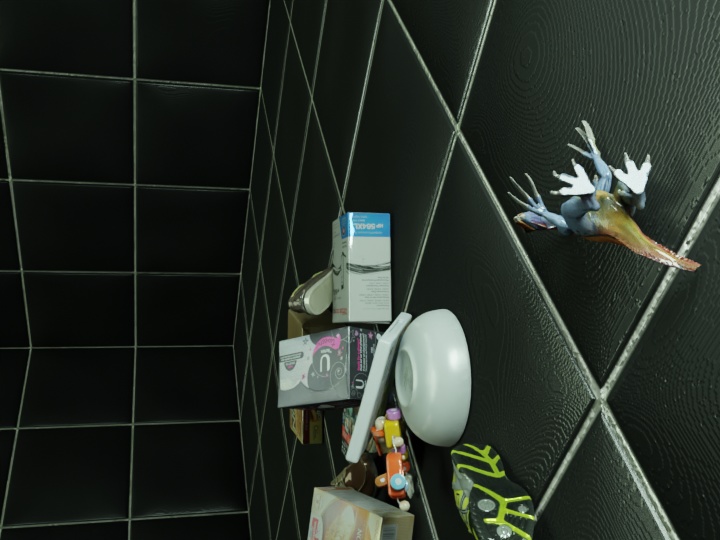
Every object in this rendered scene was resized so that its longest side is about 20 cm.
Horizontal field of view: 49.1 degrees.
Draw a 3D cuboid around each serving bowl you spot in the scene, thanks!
[{"bbox_3d":[0.094,0.156,1.151,0.200,0.066,0.201,180,90,-75],"label":"serving bowl"}]

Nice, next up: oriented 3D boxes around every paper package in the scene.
[{"bbox_3d":[-0.105,0.194,1.832,0.200,0.103,0.191,-152,63,-73],"label":"paper package"}]

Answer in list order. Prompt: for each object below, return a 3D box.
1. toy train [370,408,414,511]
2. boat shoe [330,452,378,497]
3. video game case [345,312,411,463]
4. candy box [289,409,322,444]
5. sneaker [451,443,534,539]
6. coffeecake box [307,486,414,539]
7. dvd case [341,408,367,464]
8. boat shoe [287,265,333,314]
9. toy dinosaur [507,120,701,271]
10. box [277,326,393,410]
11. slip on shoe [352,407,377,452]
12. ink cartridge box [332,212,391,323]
[{"bbox_3d":[0.046,0.294,1.212,0.200,0.055,0.151,69,-164,-72],"label":"toy train"},{"bbox_3d":[-0.018,0.419,1.515,0.076,0.072,0.200,60,148,34],"label":"boat shoe"},{"bbox_3d":[0.031,0.180,1.252,0.182,0.023,0.201,-36,-38,-73],"label":"video game case"},{"bbox_3d":[-0.144,0.373,2.057,0.200,0.055,0.116,-174,85,-75],"label":"candy box"},{"bbox_3d":[0.155,0.284,0.925,0.200,0.075,0.077,-100,8,-70],"label":"sneaker"},{"bbox_3d":[-0.007,0.467,1.340,0.200,0.073,0.154,2,83,54],"label":"coffeecake box"},{"bbox_3d":[-0.010,0.304,1.623,0.146,0.022,0.201,-148,59,-73],"label":"dvd case"},{"bbox_3d":[-0.068,0.032,1.567,0.059,0.200,0.072,-3,110,33],"label":"boat shoe"},{"bbox_3d":[0.201,-0.044,0.732,0.182,0.105,0.200,73,178,-69],"label":"toy dinosaur"},{"bbox_3d":[-0.049,0.181,1.432,0.200,0.115,0.133,-15,70,44],"label":"box"},{"bbox_3d":[0.004,0.243,1.494,0.076,0.060,0.201,143,126,-71],"label":"slip on shoe"},{"bbox_3d":[0.000,0.000,1.476,0.146,0.084,0.201,162,109,-75],"label":"ink cartridge box"}]
